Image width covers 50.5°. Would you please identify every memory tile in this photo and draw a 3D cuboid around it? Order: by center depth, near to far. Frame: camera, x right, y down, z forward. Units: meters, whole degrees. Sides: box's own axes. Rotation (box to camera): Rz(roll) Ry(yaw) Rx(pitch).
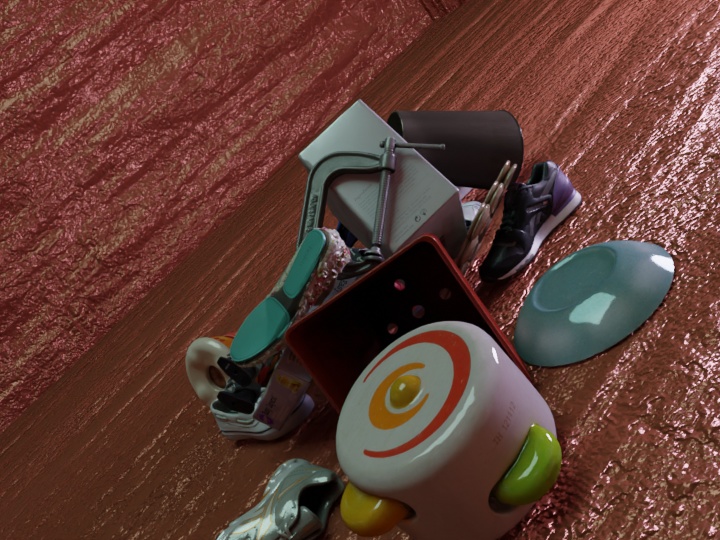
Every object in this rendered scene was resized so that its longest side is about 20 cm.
[{"bbox_3d":[0.160,-0.045,1.061,0.154,0.017,0.201,-55,-13,-41],"label":"memory tile"}]

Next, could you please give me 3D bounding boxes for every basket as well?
[{"bbox_3d":[0.148,-0.207,1.292,0.197,0.138,0.180,0,18,-16],"label":"basket"}]

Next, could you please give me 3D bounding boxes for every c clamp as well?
[{"bbox_3d":[0.003,-0.079,0.955,0.169,0.027,0.202,9,75,16],"label":"c clamp"}]

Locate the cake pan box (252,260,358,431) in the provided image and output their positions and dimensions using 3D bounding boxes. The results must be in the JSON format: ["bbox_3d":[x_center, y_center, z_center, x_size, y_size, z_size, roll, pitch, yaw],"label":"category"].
[{"bbox_3d":[-0.071,0.096,1.036,0.201,0.052,0.184,-65,5,-33],"label":"cake pan box"}]

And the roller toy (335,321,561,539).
[{"bbox_3d":[0.072,0.148,0.709,0.199,0.140,0.183,-32,28,20],"label":"roller toy"}]

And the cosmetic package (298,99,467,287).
[{"bbox_3d":[0.039,-0.096,1.074,0.123,0.200,0.200,-44,-21,-5],"label":"cosmetic package"}]

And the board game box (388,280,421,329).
[{"bbox_3d":[0.055,-0.007,1.201,0.158,0.039,0.202,-36,37,33],"label":"board game box"}]

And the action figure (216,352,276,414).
[{"bbox_3d":[-0.148,0.117,1.110,0.200,0.069,0.131,-62,-6,-65],"label":"action figure"}]

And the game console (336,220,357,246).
[{"bbox_3d":[0.043,-0.076,1.302,0.172,0.118,0.200,-57,-7,-20],"label":"game console"}]

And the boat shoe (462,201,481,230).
[{"bbox_3d":[0.113,-0.059,1.257,0.199,0.074,0.067,-27,9,32],"label":"boat shoe"}]

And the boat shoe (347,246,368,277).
[{"bbox_3d":[0.000,0.000,1.186,0.062,0.073,0.200,-28,15,5],"label":"boat shoe"}]

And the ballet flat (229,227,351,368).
[{"bbox_3d":[-0.076,0.041,0.911,0.201,0.064,0.076,-53,46,10],"label":"ballet flat"}]

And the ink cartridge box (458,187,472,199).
[{"bbox_3d":[0.175,-0.201,1.469,0.200,0.084,0.146,-44,18,-12],"label":"ink cartridge box"}]

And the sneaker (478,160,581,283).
[{"bbox_3d":[0.218,-0.072,1.066,0.200,0.088,0.076,-46,19,-20],"label":"sneaker"}]

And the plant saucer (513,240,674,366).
[{"bbox_3d":[0.249,0.022,0.859,0.200,0.039,0.201,-35,18,13],"label":"plant saucer"}]

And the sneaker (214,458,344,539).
[{"bbox_3d":[-0.092,0.293,0.847,0.091,0.076,0.201,-12,34,47],"label":"sneaker"}]

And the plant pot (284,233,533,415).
[{"bbox_3d":[0.062,0.073,0.891,0.199,0.201,0.176,-34,7,16],"label":"plant pot"}]

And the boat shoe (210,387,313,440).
[{"bbox_3d":[-0.158,0.211,1.150,0.199,0.067,0.074,-23,24,37],"label":"boat shoe"}]

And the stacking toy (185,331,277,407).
[{"bbox_3d":[-0.198,0.150,1.358,0.145,0.147,0.200,-23,8,41],"label":"stacking toy"}]

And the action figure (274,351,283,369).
[{"bbox_3d":[-0.093,0.095,1.241,0.201,0.069,0.131,-60,24,25],"label":"action figure"}]
